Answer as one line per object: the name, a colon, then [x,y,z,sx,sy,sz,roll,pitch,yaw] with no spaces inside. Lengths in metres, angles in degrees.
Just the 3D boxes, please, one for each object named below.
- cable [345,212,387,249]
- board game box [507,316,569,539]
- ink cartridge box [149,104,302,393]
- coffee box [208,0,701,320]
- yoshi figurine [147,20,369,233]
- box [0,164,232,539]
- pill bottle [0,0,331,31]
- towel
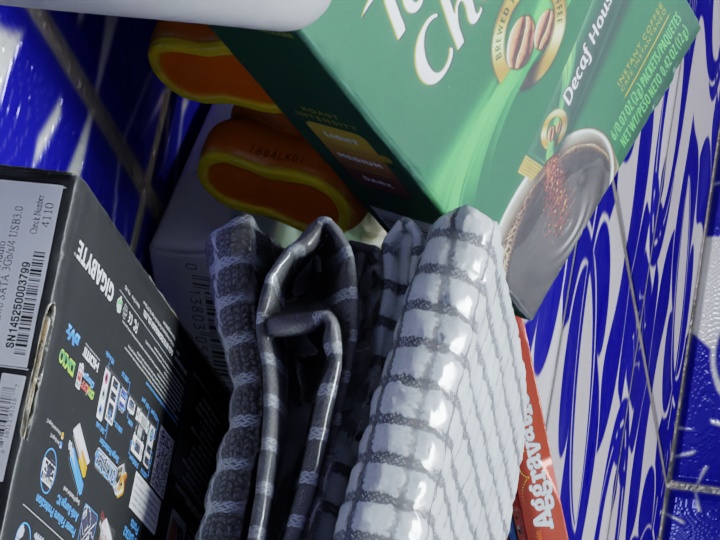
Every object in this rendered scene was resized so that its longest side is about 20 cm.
cable: [0.000,0.000,0.935,0.200,0.050,0.097,110,-39,-61]
board game box: [0.032,0.007,0.958,0.103,0.019,0.200,-164,-120,-71]
ink cartridge box: [-0.022,-0.015,0.955,0.200,0.050,0.161,-68,161,-44]
coffee box: [0.027,-0.082,0.753,0.123,0.044,0.200,-59,143,-15]
yoshi figurine: [0.020,-0.109,0.823,0.112,0.112,0.200,-36,-158,53]
box: [-0.091,0.097,0.695,0.200,0.050,0.199,65,34,-68]
pill bottle: [-0.051,-0.160,0.602,0.109,0.109,0.200,-16,112,-77]
towel: [-0.007,0.086,0.790,0.200,0.086,0.166,72,29,-66]
